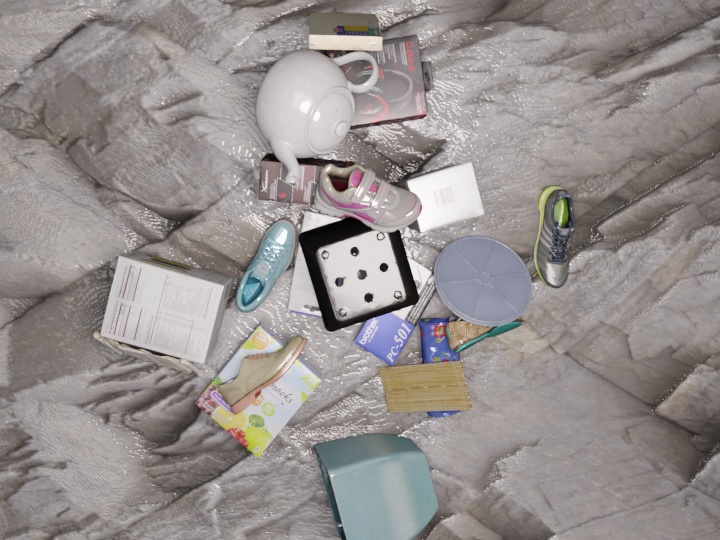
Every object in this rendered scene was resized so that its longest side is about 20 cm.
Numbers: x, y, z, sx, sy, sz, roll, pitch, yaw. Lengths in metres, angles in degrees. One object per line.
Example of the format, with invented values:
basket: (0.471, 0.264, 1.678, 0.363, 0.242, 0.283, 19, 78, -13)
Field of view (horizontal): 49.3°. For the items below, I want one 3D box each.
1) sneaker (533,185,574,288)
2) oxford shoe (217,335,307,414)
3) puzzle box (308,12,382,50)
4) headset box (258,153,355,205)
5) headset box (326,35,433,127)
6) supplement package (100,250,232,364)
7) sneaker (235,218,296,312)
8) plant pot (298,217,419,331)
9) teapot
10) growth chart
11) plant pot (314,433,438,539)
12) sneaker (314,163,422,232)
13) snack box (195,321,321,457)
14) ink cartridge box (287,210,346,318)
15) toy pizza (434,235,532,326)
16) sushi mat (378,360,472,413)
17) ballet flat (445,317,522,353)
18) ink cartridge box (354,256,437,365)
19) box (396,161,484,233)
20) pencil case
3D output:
sneaker: (0.387, -0.065, 1.550, 0.072, 0.081, 0.205, -3, 96, -2)
oxford shoe: (-0.186, 0.183, 1.486, 0.199, 0.071, 0.074, -42, 92, 0)
puzzle box: (-0.030, -0.440, 1.437, 0.130, 0.201, 0.026, 1, 119, -3)
headset box: (-0.088, -0.170, 1.480, 0.195, 0.149, 0.077, 5, 103, -4)
headset box: (0.040, -0.358, 1.499, 0.195, 0.075, 0.152, -8, 96, -2)
supplement package: (-0.362, 0.066, 1.489, 0.196, 0.152, 0.154, 15, 94, -4)
sneaker: (-0.181, -0.004, 1.527, 0.073, 0.082, 0.203, 24, 94, -6)
plant pot: (0.000, 0.000, 1.449, 0.196, 0.177, 0.204, -17, 93, -1)
teapot: (-0.076, -0.280, 1.370, 0.145, 0.196, 0.203, 33, 125, 30)
growth chart: (-0.403, 0.165, 1.508, 0.196, 0.145, 0.018, 16, 73, 1)
plant pot: (0.038, 0.425, 1.533, 0.196, 0.196, 0.200, -17, 96, -11)
sneaker: (0.009, -0.128, 1.340, 0.196, 0.089, 0.083, 11, 62, 10)
snack box: (-0.200, 0.235, 1.557, 0.168, 0.068, 0.201, 40, 91, -5)
ink cartridge box: (-0.081, -0.010, 1.554, 0.097, 0.039, 0.204, 12, 94, -4)
toy pizza: (0.238, 0.022, 1.536, 0.195, 0.032, 0.204, 4, 58, -6)
sushi mat: (0.125, 0.230, 1.538, 0.197, 0.012, 0.098, -10, 93, 37)
ballet flat: (0.241, 0.102, 1.536, 0.198, 0.071, 0.066, -14, 68, -42)
ink cartridge box: (0.075, 0.078, 1.566, 0.093, 0.044, 0.202, 29, 94, -4)
box: (0.145, -0.137, 1.471, 0.122, 0.200, 0.099, -16, 97, -1)
pencil case: (0.164, 0.189, 1.566, 0.085, 0.078, 0.205, -6, 96, -14)
